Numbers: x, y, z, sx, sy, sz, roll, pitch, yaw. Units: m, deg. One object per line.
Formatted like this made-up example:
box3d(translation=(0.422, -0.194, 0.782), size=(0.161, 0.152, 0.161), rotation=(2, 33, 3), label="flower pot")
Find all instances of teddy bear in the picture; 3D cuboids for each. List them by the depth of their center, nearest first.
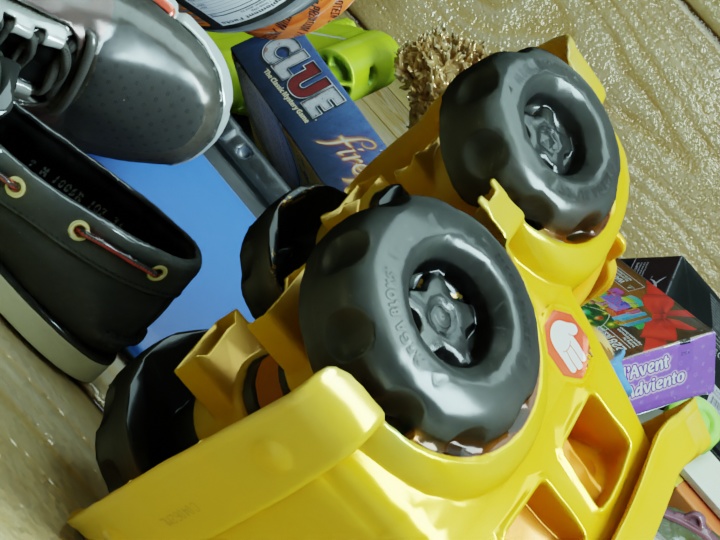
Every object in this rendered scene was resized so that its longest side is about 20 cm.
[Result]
box3d(translation=(0.046, -0.046, 0.962), size=(0.201, 0.066, 0.146), rotation=(-95, 180, -47), label="teddy bear")

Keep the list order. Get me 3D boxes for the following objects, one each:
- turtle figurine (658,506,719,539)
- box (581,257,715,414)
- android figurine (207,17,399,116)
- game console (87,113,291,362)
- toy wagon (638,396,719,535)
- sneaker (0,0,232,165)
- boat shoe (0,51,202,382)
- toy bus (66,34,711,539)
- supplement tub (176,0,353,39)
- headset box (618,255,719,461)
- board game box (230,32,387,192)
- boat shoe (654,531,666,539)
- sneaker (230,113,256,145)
box3d(translation=(0.139, 0.161, 0.970), size=(0.150, 0.101, 0.200), rotation=(50, 15, 14), label="turtle figurine")
box3d(translation=(0.079, 0.024, 1.039), size=(0.200, 0.136, 0.039), rotation=(-137, -144, -55), label="box")
box3d(translation=(-0.068, -0.114, 1.006), size=(0.181, 0.041, 0.200), rotation=(13, 19, 24), label="android figurine")
box3d(translation=(-0.050, 0.039, 0.813), size=(0.200, 0.118, 0.171), rotation=(50, -22, 12), label="game console")
box3d(translation=(0.187, 0.163, 1.073), size=(0.200, 0.039, 0.156), rotation=(50, -35, 15), label="toy wagon")
box3d(translation=(-0.140, -0.085, 0.708), size=(0.199, 0.077, 0.082), rotation=(25, 22, -14), label="sneaker")
box3d(translation=(-0.138, -0.052, 0.646), size=(0.201, 0.063, 0.074), rotation=(44, 11, -15), label="boat shoe")
box3d(translation=(0.042, 0.054, 0.593), size=(0.192, 0.135, 0.200), rotation=(47, 45, -10), label="toy bus")
box3d(translation=(-0.074, -0.174, 0.791), size=(0.123, 0.122, 0.200), rotation=(52, 12, 29), label="supplement tub")
box3d(translation=(0.140, 0.066, 1.164), size=(0.199, 0.075, 0.149), rotation=(-4, -39, 48), label="headset box")
box3d(translation=(0.000, 0.000, 0.908), size=(0.136, 0.034, 0.201), rotation=(56, -13, 38), label="board game box")
box3d(translation=(0.114, 0.170, 0.818), size=(0.200, 0.074, 0.073), rotation=(48, 40, 0), label="boat shoe")
box3d(translation=(-0.068, -0.068, 1.045), size=(0.079, 0.074, 0.200), rotation=(41, 3, -5), label="sneaker")
